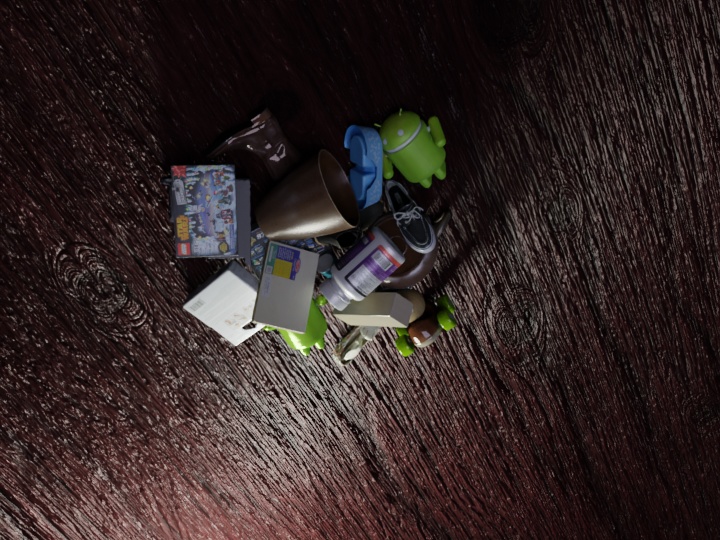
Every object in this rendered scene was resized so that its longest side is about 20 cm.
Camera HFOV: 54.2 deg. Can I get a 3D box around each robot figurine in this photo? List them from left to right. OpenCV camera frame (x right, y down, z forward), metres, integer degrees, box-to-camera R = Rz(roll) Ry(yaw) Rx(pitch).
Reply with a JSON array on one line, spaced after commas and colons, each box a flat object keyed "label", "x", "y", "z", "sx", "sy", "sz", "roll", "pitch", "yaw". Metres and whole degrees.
[{"label": "robot figurine", "x": -0.159, "y": 0.117, "z": 1.781, "sx": 0.175, "sy": 0.116, "sz": 0.201, "roll": -24, "pitch": 121, "yaw": 6}, {"label": "robot figurine", "x": 0.121, "y": -0.289, "z": 1.651, "sx": 0.175, "sy": 0.116, "sz": 0.200, "roll": -27, "pitch": 123, "yaw": 28}]

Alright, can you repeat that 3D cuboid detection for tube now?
[{"label": "tube", "x": -0.034, "y": 0.018, "z": 1.794, "sx": 0.077, "sy": 0.051, "sz": 0.200, "roll": -41, "pitch": 141, "yaw": 14}]

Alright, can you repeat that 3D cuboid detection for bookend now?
[{"label": "bookend", "x": -0.349, "y": -0.114, "z": 1.609, "sx": 0.197, "sy": 0.092, "sz": 0.202, "roll": -2, "pitch": 99, "yaw": -11}]

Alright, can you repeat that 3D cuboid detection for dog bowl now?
[{"label": "dog bowl", "x": 0.009, "y": -0.243, "z": 1.654, "sx": 0.049, "sy": 0.111, "sz": 0.201, "roll": -13, "pitch": 118, "yaw": -26}]

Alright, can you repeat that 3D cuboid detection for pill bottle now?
[{"label": "pill bottle", "x": 0.000, "y": 0.000, "z": 1.679, "sx": 0.200, "sy": 0.112, "sz": 0.111, "roll": -42, "pitch": 118, "yaw": 8}]

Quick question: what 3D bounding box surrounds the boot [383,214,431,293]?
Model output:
[{"label": "boot", "x": 0.121, "y": -0.037, "z": 1.766, "sx": 0.200, "sy": 0.132, "sz": 0.070, "roll": -40, "pitch": 153, "yaw": 15}]

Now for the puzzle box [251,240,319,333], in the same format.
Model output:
[{"label": "puzzle box", "x": -0.178, "y": 0.040, "z": 1.681, "sx": 0.132, "sy": 0.025, "sz": 0.201, "roll": 16, "pitch": 75, "yaw": -22}]

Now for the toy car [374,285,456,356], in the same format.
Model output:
[{"label": "toy car", "x": 0.128, "y": 0.090, "z": 1.840, "sx": 0.164, "sy": 0.158, "sz": 0.200, "roll": -34, "pitch": 107, "yaw": 17}]

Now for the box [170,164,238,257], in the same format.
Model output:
[{"label": "box", "x": -0.339, "y": -0.131, "z": 1.539, "sx": 0.136, "sy": 0.040, "sz": 0.202, "roll": -3, "pitch": 100, "yaw": -10}]

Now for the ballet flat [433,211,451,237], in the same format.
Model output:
[{"label": "ballet flat", "x": 0.167, "y": -0.073, "z": 1.811, "sx": 0.046, "sy": 0.067, "sz": 0.201, "roll": 36, "pitch": 110, "yaw": 5}]

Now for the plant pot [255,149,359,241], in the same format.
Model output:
[{"label": "plant pot", "x": -0.132, "y": -0.147, "z": 1.600, "sx": 0.199, "sy": 0.187, "sz": 0.187, "roll": -23, "pitch": 121, "yaw": 18}]

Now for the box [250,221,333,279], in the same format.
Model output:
[{"label": "box", "x": -0.188, "y": -0.064, "z": 1.732, "sx": 0.199, "sy": 0.046, "sz": 0.160, "roll": -27, "pitch": 119, "yaw": 1}]

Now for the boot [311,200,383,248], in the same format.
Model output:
[{"label": "boot", "x": -0.004, "y": -0.106, "z": 1.679, "sx": 0.199, "sy": 0.138, "sz": 0.078, "roll": -33, "pitch": 114, "yaw": -19}]

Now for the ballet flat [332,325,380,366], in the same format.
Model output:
[{"label": "ballet flat", "x": 0.002, "y": 0.183, "z": 1.895, "sx": 0.075, "sy": 0.064, "sz": 0.200, "roll": 32, "pitch": 105, "yaw": -24}]

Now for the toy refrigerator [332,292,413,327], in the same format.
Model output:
[{"label": "toy refrigerator", "x": 0.031, "y": 0.096, "z": 1.779, "sx": 0.076, "sy": 0.199, "sz": 0.070, "roll": 33, "pitch": 66, "yaw": -40}]

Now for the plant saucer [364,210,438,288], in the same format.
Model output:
[{"label": "plant saucer", "x": 0.092, "y": -0.057, "z": 1.732, "sx": 0.200, "sy": 0.201, "sz": 0.032, "roll": -41, "pitch": 158, "yaw": 9}]

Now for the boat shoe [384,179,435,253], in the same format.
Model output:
[{"label": "boat shoe", "x": 0.115, "y": -0.133, "z": 1.684, "sx": 0.073, "sy": 0.200, "sz": 0.068, "roll": -26, "pitch": 158, "yaw": 9}]

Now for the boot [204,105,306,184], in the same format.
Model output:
[{"label": "boot", "x": -0.230, "y": -0.250, "z": 1.624, "sx": 0.186, "sy": 0.064, "sz": 0.200, "roll": -32, "pitch": 124, "yaw": 6}]

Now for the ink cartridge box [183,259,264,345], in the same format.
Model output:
[{"label": "ink cartridge box", "x": -0.310, "y": 0.083, "z": 1.729, "sx": 0.173, "sy": 0.044, "sz": 0.200, "roll": 40, "pitch": 127, "yaw": -23}]
